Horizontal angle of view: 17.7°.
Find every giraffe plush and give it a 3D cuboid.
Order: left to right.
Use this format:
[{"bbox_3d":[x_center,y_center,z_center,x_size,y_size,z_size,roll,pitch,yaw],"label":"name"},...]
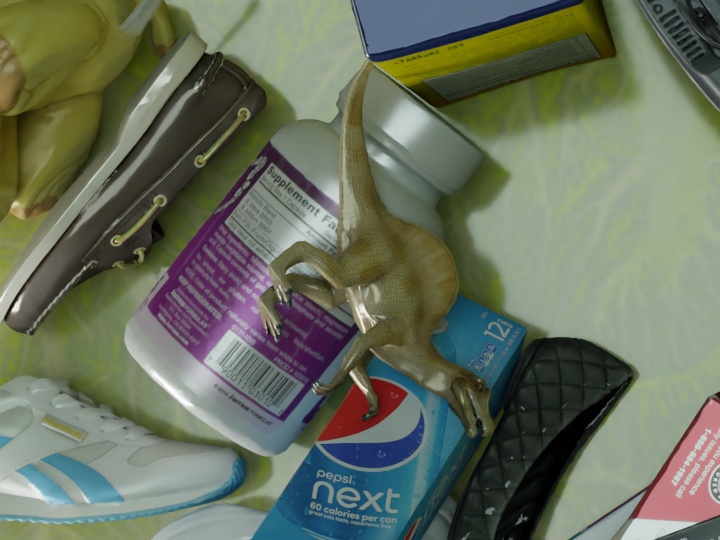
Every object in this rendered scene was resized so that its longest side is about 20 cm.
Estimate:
[{"bbox_3d":[-0.213,-0.141,1.260,0.162,0.173,0.200,39,87,14],"label":"giraffe plush"}]

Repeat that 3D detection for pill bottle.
[{"bbox_3d":[-0.026,-0.009,1.237,0.112,0.112,0.200,40,94,10],"label":"pill bottle"}]

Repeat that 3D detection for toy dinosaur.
[{"bbox_3d":[0.000,0.000,1.167,0.101,0.058,0.200,-22,93,-20],"label":"toy dinosaur"}]

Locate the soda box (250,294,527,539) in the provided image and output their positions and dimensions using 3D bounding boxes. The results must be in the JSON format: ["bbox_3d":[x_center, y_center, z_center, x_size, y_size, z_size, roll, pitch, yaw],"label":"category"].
[{"bbox_3d":[0.013,0.101,1.191,0.064,0.068,0.200,26,52,11],"label":"soda box"}]

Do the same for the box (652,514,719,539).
[{"bbox_3d":[0.226,0.177,1.083,0.200,0.050,0.158,-22,82,8],"label":"box"}]

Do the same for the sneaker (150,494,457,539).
[{"bbox_3d":[-0.043,0.170,1.234,0.200,0.100,0.075,-17,123,11],"label":"sneaker"}]

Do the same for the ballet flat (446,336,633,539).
[{"bbox_3d":[0.086,0.123,1.206,0.057,0.066,0.200,14,68,21],"label":"ballet flat"}]

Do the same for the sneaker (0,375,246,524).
[{"bbox_3d":[-0.162,0.099,1.278,0.200,0.077,0.081,1,85,9],"label":"sneaker"}]

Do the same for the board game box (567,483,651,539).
[{"bbox_3d":[0.180,0.186,1.224,0.200,0.040,0.153,-34,82,8],"label":"board game box"}]

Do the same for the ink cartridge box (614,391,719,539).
[{"bbox_3d":[0.222,0.174,1.153,0.200,0.083,0.147,33,93,11],"label":"ink cartridge box"}]

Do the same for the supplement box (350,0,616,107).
[{"bbox_3d":[0.058,-0.159,1.182,0.109,0.200,0.110,-15,84,9],"label":"supplement box"}]

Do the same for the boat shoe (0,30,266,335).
[{"bbox_3d":[-0.131,-0.037,1.282,0.060,0.072,0.200,35,101,-12],"label":"boat shoe"}]

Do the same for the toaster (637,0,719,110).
[{"bbox_3d":[0.193,-0.161,1.185,0.114,0.129,0.200,-34,82,7],"label":"toaster"}]
